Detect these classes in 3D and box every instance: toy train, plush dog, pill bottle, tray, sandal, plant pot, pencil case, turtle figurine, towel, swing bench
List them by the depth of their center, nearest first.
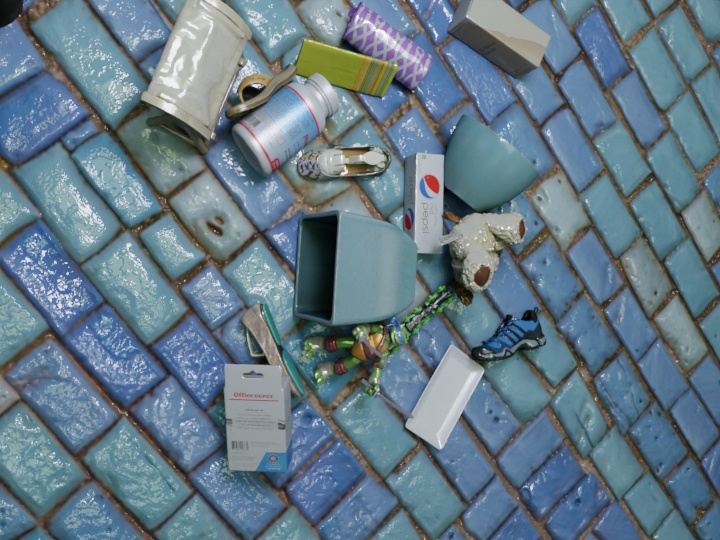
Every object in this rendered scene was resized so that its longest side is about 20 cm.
[{"bbox_3d":[-0.278,-0.334,1.036,0.127,0.199,0.204,23,84,-18],"label":"swing bench"},{"bbox_3d":[-0.189,-0.339,1.109,0.055,0.079,0.201,55,51,-22],"label":"sandal"},{"bbox_3d":[-0.137,-0.279,1.135,0.199,0.108,0.110,-40,103,-13],"label":"pill bottle"},{"bbox_3d":[-0.008,0.172,1.137,0.189,0.144,0.205,-13,58,17],"label":"turtle figurine"},{"bbox_3d":[0.000,0.000,1.152,0.195,0.195,0.202,4,90,-27],"label":"plant pot"},{"bbox_3d":[-0.028,-0.400,1.187,0.195,0.086,0.018,9,57,-19],"label":"towel"},{"bbox_3d":[0.057,-0.452,1.215,0.197,0.084,0.087,32,46,-19],"label":"pencil case"},{"bbox_3d":[0.247,-0.203,1.240,0.198,0.201,0.136,35,101,-16],"label":"plant pot"},{"bbox_3d":[0.236,-0.030,1.251,0.200,0.158,0.174,-47,149,-24],"label":"plush dog"},{"bbox_3d":[0.116,0.103,1.258,0.199,0.056,0.042,-40,89,-14],"label":"toy train"},{"bbox_3d":[0.181,0.273,1.303,0.106,0.022,0.203,34,80,-16],"label":"tray"}]

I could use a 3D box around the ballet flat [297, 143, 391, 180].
[{"bbox_3d":[-0.026,-0.219,1.196,0.195,0.072,0.074,-6,93,-18],"label":"ballet flat"}]

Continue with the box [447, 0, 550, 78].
[{"bbox_3d":[0.296,-0.508,1.289,0.196,0.095,0.079,26,84,-16],"label":"box"}]

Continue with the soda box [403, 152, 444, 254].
[{"bbox_3d":[0.131,-0.137,1.255,0.066,0.063,0.206,1,92,-20],"label":"soda box"}]

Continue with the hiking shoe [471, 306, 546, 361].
[{"bbox_3d":[0.319,0.145,1.329,0.196,0.074,0.089,-13,88,-28],"label":"hiking shoe"}]

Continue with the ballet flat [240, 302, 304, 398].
[{"bbox_3d":[-0.174,0.163,1.163,0.066,0.068,0.204,-24,94,3],"label":"ballet flat"}]

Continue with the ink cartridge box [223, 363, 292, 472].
[{"bbox_3d":[-0.188,0.262,1.116,0.112,0.067,0.206,1,100,6],"label":"ink cartridge box"}]

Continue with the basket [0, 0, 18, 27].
[{"bbox_3d":[-0.599,-0.463,0.922,0.180,0.199,0.137,43,79,-14],"label":"basket"}]
